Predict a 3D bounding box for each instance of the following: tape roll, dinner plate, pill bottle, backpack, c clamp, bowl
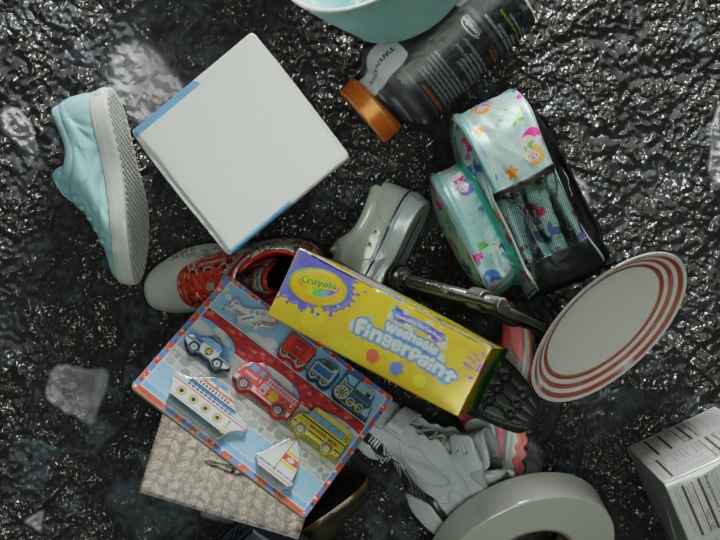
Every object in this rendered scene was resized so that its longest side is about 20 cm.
[{"bbox_3d":[0.167,0.292,1.395,0.201,0.037,0.204,-11,131,-13],"label":"tape roll"},{"bbox_3d":[0.252,0.055,1.378,0.200,0.200,0.024,-40,56,1],"label":"dinner plate"},{"bbox_3d":[0.072,-0.221,1.352,0.200,0.106,0.106,-43,97,1],"label":"pill bottle"},{"bbox_3d":[0.149,-0.072,1.339,0.149,0.178,0.202,-19,84,2],"label":"backpack"},{"bbox_3d":[0.096,0.023,1.325,0.170,0.199,0.027,20,87,-31],"label":"c clamp"},{"bbox_3d":[0.029,-0.298,1.287,0.201,0.201,0.105,-42,137,2],"label":"bowl"}]

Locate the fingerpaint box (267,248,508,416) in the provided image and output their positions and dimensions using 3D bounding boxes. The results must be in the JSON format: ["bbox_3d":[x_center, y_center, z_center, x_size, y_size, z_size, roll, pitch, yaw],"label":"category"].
[{"bbox_3d":[0.030,0.060,1.267,0.199,0.167,0.074,27,92,11],"label":"fingerpaint box"}]

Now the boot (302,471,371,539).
[{"bbox_3d":[-0.047,0.302,1.427,0.200,0.075,0.097,-39,107,11],"label":"boot"}]

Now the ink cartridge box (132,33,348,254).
[{"bbox_3d":[-0.112,-0.123,1.305,0.146,0.200,0.146,-39,96,1],"label":"ink cartridge box"}]

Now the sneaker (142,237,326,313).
[{"bbox_3d":[-0.136,0.007,1.353,0.199,0.108,0.068,-9,96,7],"label":"sneaker"}]

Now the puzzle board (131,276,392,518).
[{"bbox_3d":[-0.088,0.112,1.243,0.199,0.017,0.151,36,58,7],"label":"puzzle board"}]

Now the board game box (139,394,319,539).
[{"bbox_3d":[-0.123,0.172,1.336,0.158,0.200,0.098,18,95,-5],"label":"board game box"}]

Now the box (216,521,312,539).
[{"bbox_3d":[-0.080,0.349,1.377,0.200,0.051,0.158,39,113,-15],"label":"box"}]

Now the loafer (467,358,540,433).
[{"bbox_3d":[0.098,0.103,1.380,0.200,0.071,0.068,33,72,19],"label":"loafer"}]

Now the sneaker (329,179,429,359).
[{"bbox_3d":[0.000,0.000,1.400,0.070,0.073,0.201,29,95,19],"label":"sneaker"}]

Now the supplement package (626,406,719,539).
[{"bbox_3d":[0.382,0.268,1.400,0.110,0.156,0.202,-24,97,0],"label":"supplement package"}]

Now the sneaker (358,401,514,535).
[{"bbox_3d":[0.070,0.170,1.384,0.115,0.075,0.200,-41,85,28],"label":"sneaker"}]

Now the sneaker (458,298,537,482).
[{"bbox_3d":[0.138,0.129,1.412,0.086,0.074,0.202,5,94,1],"label":"sneaker"}]

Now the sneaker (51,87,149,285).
[{"bbox_3d":[-0.270,-0.081,1.372,0.081,0.074,0.202,-9,93,13],"label":"sneaker"}]
